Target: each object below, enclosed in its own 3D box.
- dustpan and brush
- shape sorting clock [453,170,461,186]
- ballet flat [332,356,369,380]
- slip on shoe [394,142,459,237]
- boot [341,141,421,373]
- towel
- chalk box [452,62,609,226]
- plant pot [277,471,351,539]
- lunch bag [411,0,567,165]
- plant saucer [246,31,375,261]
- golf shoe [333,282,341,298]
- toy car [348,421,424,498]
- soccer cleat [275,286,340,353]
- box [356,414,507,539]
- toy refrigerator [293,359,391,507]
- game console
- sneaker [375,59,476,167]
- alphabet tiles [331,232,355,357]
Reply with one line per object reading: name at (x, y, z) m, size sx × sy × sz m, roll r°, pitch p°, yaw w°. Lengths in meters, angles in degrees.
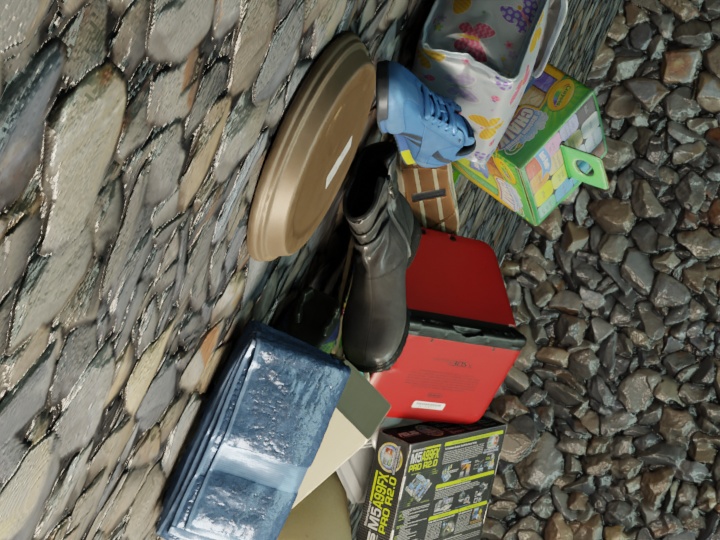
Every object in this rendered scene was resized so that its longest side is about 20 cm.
dustpan and brush at (0.041, 0.140, 1.679) m, size 0.200 × 0.057 × 0.140 m, roll -51°, pitch 131°, yaw -38°
shape sorting clock at (0.078, -0.095, 1.874) m, size 0.201 × 0.039 × 0.200 m, roll -57°, pitch 166°, yaw -22°
ballet flat at (-0.069, 0.159, 1.574) m, size 0.200 × 0.067 × 0.062 m, roll -46°, pitch -177°, yaw 4°
slip on shoe at (0.064, -0.088, 1.683) m, size 0.201 × 0.075 × 0.061 m, roll 81°, pitch 0°, yaw -49°
boot at (0.007, -0.014, 1.496) m, size 0.132 × 0.069 × 0.201 m, roll 69°, pitch 23°, yaw -52°
towel at (-0.090, 0.153, 1.345) m, size 0.201 × 0.111 × 0.048 m, roll -66°, pitch -154°, yaw 3°
chalk box at (0.180, -0.143, 1.678) m, size 0.124 × 0.200 × 0.125 m, roll -45°, pitch 148°, yaw -11°
plant pot at (-0.083, 0.296, 1.633) m, size 0.188 × 0.186 × 0.201 m, roll 102°, pitch 1°, yaw -54°
lunch bag at (0.131, -0.237, 1.553) m, size 0.170 × 0.126 × 0.201 m, roll 103°, pitch 9°, yaw -62°
plant saucer at (-0.035, -0.096, 1.268) m, size 0.200 × 0.029 × 0.201 m, roll 24°, pitch 90°, yaw -81°
golf shoe at (-0.022, 0.083, 1.724) m, size 0.088 × 0.077 × 0.202 m, roll -5°, pitch -113°, yaw 60°
toy car at (0.041, 0.149, 1.784) m, size 0.177 × 0.183 × 0.201 m, roll -52°, pitch 170°, yaw -54°
soccer cleat at (-0.073, 0.101, 1.450) m, size 0.201 × 0.064 × 0.084 m, roll -57°, pitch 170°, yaw -43°
box at (0.077, 0.246, 1.704) m, size 0.199 × 0.044 × 0.162 m, roll -4°, pitch 108°, yaw -54°
toy refrigerator at (-0.068, 0.175, 1.460) m, size 0.200 × 0.070 × 0.076 m, roll -44°, pitch -178°, yaw 29°
game console at (0.069, 0.059, 1.663) m, size 0.199 × 0.119 × 0.173 m, roll 11°, pitch 116°, yaw -44°
sneaker at (0.063, -0.147, 1.448) m, size 0.200 × 0.078 × 0.067 m, roll 43°, pitch 49°, yaw -70°
alphabet tiles at (0.000, 0.000, 1.617) m, size 0.167 × 0.007 × 0.202 m, roll 64°, pitch 37°, yaw -74°
